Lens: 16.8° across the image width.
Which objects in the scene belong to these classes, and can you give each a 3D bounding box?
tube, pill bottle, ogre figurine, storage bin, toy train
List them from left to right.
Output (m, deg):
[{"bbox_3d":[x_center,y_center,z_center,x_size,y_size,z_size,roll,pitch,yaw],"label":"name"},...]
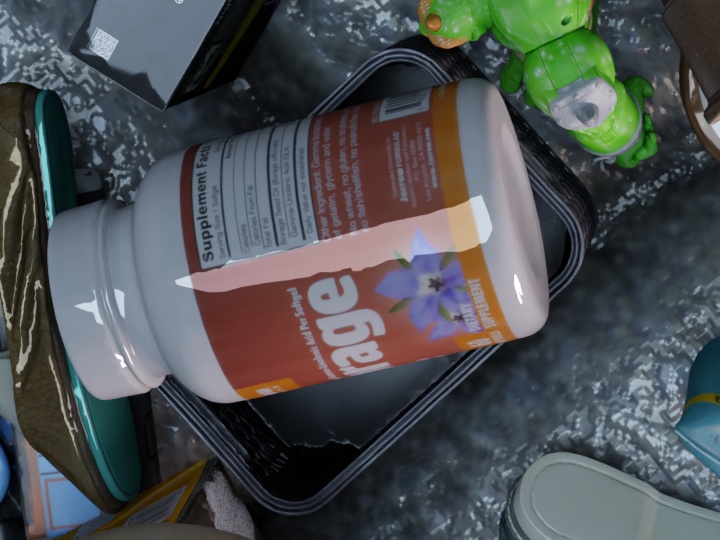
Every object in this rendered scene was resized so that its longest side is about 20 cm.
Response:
[{"bbox_3d":[-0.161,0.037,1.181,0.113,0.087,0.201,-7,96,1],"label":"toy train"},{"bbox_3d":[-0.027,-0.006,1.041,0.199,0.112,0.113,-13,97,11],"label":"pill bottle"},{"bbox_3d":[0.000,0.000,1.142,0.200,0.094,0.135,-43,91,14],"label":"storage bin"},{"bbox_3d":[0.075,-0.136,1.094,0.097,0.120,0.201,-7,97,10],"label":"ogre figurine"},{"bbox_3d":[0.168,0.071,1.071,0.077,0.200,0.051,34,103,1],"label":"tube"}]

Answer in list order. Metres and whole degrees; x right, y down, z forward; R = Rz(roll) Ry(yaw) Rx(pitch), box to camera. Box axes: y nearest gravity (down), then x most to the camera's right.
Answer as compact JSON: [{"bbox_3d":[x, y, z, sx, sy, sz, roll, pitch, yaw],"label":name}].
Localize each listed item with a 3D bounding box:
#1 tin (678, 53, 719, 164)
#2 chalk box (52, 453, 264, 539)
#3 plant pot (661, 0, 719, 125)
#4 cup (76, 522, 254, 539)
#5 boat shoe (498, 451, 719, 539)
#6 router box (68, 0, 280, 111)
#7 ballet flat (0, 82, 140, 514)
[{"bbox_3d":[0.236,-0.117,1.114,0.200,0.042,0.112,-37,88,13],"label":"tin"},{"bbox_3d":[-0.077,0.211,1.108,0.123,0.125,0.201,-27,98,11],"label":"chalk box"},{"bbox_3d":[0.167,-0.197,0.998,0.200,0.200,0.199,-37,86,13],"label":"plant pot"},{"bbox_3d":[-0.085,0.219,0.974,0.199,0.143,0.202,1,103,4],"label":"cup"},{"bbox_3d":[0.156,0.155,1.170,0.199,0.073,0.062,29,146,-3],"label":"boat shoe"},{"bbox_3d":[-0.043,-0.174,1.087,0.052,0.157,0.201,32,102,2],"label":"router box"},{"bbox_3d":[-0.155,0.016,1.113,0.072,0.068,0.201,-12,95,13],"label":"ballet flat"}]
